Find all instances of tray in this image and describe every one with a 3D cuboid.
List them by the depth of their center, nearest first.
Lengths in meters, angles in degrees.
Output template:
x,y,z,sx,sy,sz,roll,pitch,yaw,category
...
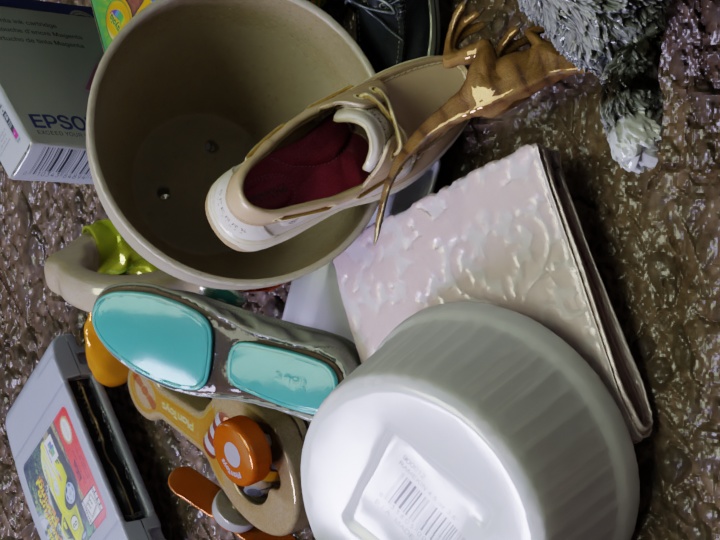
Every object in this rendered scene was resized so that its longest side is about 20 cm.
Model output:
x,y,z,sx,sy,sz,roll,pitch,yaw,category
0.000,0.000,1.502,0.107,0.022,0.202,31,112,43,tray

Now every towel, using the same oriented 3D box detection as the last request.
x,y,z,sx,sy,sz,roll,pitch,yaw,category
0.078,0.040,1.394,0.199,0.032,0.193,-25,79,43,towel

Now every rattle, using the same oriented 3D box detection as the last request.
x,y,z,sx,sy,sz,roll,pitch,yaw,category
-0.128,0.041,1.592,0.199,0.130,0.144,12,103,29,rattle

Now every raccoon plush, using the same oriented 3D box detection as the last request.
x,y,z,sx,sy,sz,roll,pitch,yaw,category
0.106,-0.156,1.247,0.201,0.133,0.097,-88,9,-47,raccoon plush

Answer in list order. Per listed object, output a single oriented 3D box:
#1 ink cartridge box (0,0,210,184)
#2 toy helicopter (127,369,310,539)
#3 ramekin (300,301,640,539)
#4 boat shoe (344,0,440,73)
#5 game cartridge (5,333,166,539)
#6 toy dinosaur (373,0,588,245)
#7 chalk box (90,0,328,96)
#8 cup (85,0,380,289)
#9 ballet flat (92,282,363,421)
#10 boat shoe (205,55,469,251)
x,y,z,sx,sy,sz,roll,pitch,yaw,category
-0.203,-0.143,1.593,0.043,0.195,0.201,-51,56,32,ink cartridge box
-0.098,0.123,1.558,0.199,0.079,0.133,31,131,42,toy helicopter
0.059,0.129,1.337,0.199,0.098,0.202,17,119,32,ramekin
0.015,-0.188,1.439,0.075,0.062,0.201,38,132,44,boat shoe
-0.215,0.167,1.706,0.201,0.041,0.133,64,146,23,game cartridge
0.075,-0.111,1.348,0.199,0.060,0.107,-28,37,16,toy dinosaur
-0.111,-0.204,1.533,0.200,0.123,0.125,-51,44,33,chalk box
-0.093,-0.072,1.471,0.143,0.199,0.202,139,122,-69,cup
-0.085,0.054,1.490,0.199,0.064,0.068,17,107,20,ballet flat
-0.003,-0.077,1.384,0.074,0.199,0.069,56,161,1,boat shoe
